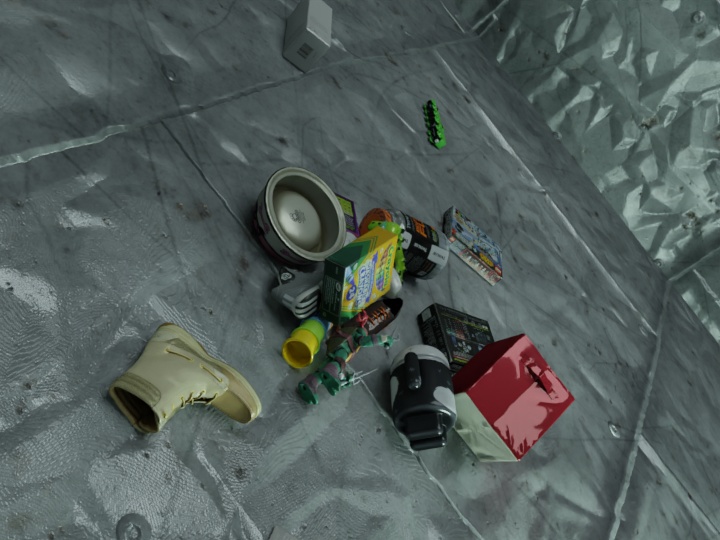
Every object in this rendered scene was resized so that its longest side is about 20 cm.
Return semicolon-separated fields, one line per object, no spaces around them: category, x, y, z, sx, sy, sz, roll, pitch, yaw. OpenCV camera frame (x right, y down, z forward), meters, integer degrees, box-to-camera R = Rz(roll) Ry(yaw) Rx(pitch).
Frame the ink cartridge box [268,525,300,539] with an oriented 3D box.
ink cartridge box;-0.071;0.481;1.041;0.198;0.050;0.161;30;35;0

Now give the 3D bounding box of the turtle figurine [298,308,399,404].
turtle figurine;-0.022;0.153;1.313;0.101;0.150;0.200;42;43;9

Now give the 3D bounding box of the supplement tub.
supplement tub;0.096;-0.063;1.673;0.198;0.122;0.124;21;43;-38

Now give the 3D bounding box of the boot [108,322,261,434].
boot;-0.248;0.186;1.064;0.200;0.073;0.156;43;33;-9

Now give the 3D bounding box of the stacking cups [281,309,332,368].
stacking cups;-0.085;0.102;1.367;0.061;0.060;0.200;46;28;-8

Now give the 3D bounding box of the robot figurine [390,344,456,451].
robot figurine;0.116;0.239;1.412;0.123;0.151;0.202;15;45;-19

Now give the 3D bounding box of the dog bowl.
dog bowl;-0.124;-0.099;1.458;0.199;0.073;0.203;22;55;-35

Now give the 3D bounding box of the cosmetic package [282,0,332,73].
cosmetic package;-0.138;-0.628;1.942;0.084;0.107;0.202;31;39;-27

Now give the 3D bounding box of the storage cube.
storage cube;0.282;0.260;1.487;0.179;0.200;0.172;-39;90;-23

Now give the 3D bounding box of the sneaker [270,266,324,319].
sneaker;-0.092;0.014;1.385;0.115;0.076;0.199;25;30;26

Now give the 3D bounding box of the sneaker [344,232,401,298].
sneaker;0.000;0.000;1.525;0.200;0.071;0.080;38;41;26

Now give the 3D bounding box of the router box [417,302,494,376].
router box;0.228;0.171;1.663;0.198;0.062;0.151;20;44;-39

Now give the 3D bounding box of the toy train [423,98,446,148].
toy train;0.232;-0.454;2.287;0.056;0.041;0.202;38;34;-36

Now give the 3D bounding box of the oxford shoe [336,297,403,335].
oxford shoe;0.020;0.095;1.475;0.072;0.072;0.200;53;33;3

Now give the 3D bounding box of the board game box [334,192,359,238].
board game box;-0.088;-0.135;1.604;0.198;0.032;0.121;23;39;-36

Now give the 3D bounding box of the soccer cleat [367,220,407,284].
soccer cleat;0.054;-0.026;1.573;0.080;0.202;0.068;16;47;20

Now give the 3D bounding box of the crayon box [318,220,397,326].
crayon box;0.006;0.002;1.370;0.051;0.127;0.199;24;36;25

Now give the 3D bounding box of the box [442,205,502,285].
box;0.305;-0.068;2.005;0.199;0.040;0.138;39;34;-19
